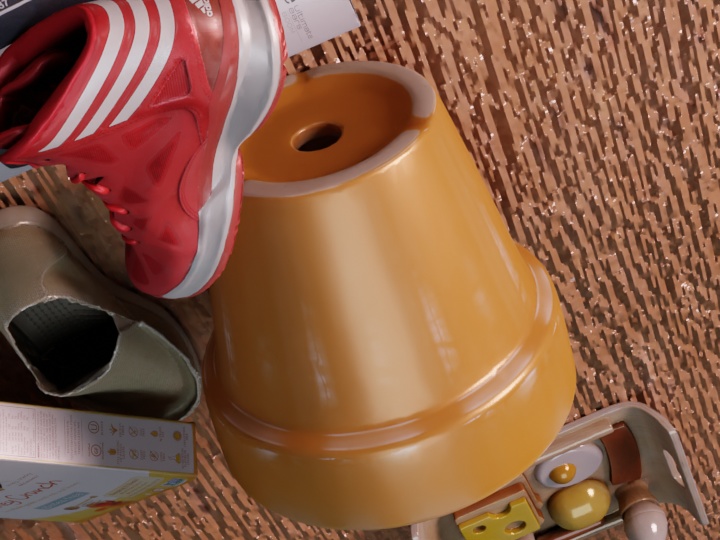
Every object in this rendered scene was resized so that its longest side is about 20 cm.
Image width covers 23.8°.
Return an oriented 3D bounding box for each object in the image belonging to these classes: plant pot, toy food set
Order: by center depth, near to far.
[{"bbox_3d":[0.000,0.000,0.893,0.199,0.200,0.184,-17,124,-2],"label":"plant pot"},{"bbox_3d":[0.145,0.182,1.233,0.199,0.061,0.144,-24,140,5],"label":"toy food set"}]

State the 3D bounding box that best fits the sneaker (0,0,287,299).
[{"bbox_3d":[-0.110,-0.054,0.734,0.115,0.079,0.200,-6,144,-23],"label":"sneaker"}]

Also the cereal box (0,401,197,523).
[{"bbox_3d":[-0.214,0.110,0.981,0.199,0.040,0.144,9,157,-36],"label":"cereal box"}]

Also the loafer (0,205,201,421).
[{"bbox_3d":[-0.154,0.044,0.958,0.076,0.068,0.200,-30,138,13],"label":"loafer"}]

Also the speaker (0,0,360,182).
[{"bbox_3d":[-0.103,-0.113,0.797,0.199,0.081,0.081,-22,140,3],"label":"speaker"}]

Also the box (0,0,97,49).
[{"bbox_3d":[-0.149,-0.205,0.642,0.199,0.124,0.199,-25,141,7],"label":"box"}]
